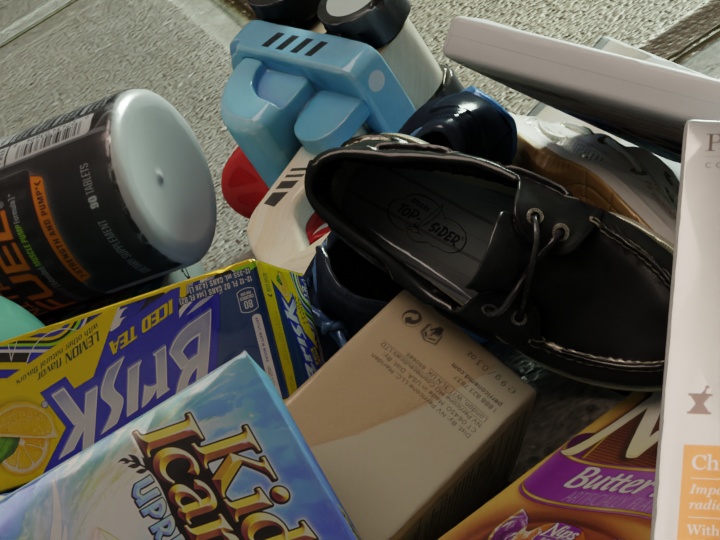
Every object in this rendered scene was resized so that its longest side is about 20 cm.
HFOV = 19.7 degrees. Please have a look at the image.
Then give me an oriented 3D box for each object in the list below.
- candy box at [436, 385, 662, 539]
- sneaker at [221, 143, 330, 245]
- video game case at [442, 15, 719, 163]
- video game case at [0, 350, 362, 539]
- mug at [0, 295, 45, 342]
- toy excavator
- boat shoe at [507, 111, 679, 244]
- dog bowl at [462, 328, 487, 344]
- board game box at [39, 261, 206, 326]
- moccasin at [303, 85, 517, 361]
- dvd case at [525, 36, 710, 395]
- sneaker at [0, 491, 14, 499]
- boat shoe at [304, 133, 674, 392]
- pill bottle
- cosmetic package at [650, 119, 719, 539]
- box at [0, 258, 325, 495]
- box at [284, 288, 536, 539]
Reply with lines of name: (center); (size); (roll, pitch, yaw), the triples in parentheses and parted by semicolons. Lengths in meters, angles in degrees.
candy box: (0.124, 0.099, 0.821); (0.200, 0.057, 0.117); (-34, 24, -13)
sneaker: (-0.032, -0.036, 1.225); (0.200, 0.079, 0.116); (-5, 33, 45)
video game case: (0.163, -0.060, 0.913); (0.200, 0.182, 0.024); (21, 92, 44)
video game case: (-0.069, 0.161, 0.777); (0.181, 0.200, 0.045); (-31, -19, -2)
mug: (-0.226, 0.097, 1.080); (0.152, 0.114, 0.186); (25, 94, 21)
toy excavator: (-0.025, -0.063, 1.135); (0.194, 0.100, 0.200); (19, 64, 46)
boat shoe: (0.121, -0.027, 0.959); (0.069, 0.071, 0.200); (-10, 32, -22)
dog bowl: (0.015, 0.016, 1.106); (0.199, 0.050, 0.112); (-25, 25, 11)
board game box: (-0.187, 0.070, 1.211); (0.199, 0.064, 0.148); (-21, 26, 17)
moccasin: (0.000, 0.000, 0.979); (0.068, 0.080, 0.200); (-27, -36, -63)
dvd case: (0.127, -0.034, 1.039); (0.142, 0.018, 0.200); (27, 56, 28)
sneaker: (-0.123, 0.127, 0.953); (0.089, 0.079, 0.200); (-30, -6, -18)
boat shoe: (0.058, -0.007, 0.863); (0.199, 0.066, 0.075); (34, 104, 29)
pill bottle: (-0.191, -0.025, 1.197); (0.199, 0.106, 0.106); (-19, 27, 25)
cosmetic package: (0.159, 0.047, 0.740); (0.101, 0.071, 0.201); (2, 58, 12)
box: (-0.117, 0.058, 0.950); (0.199, 0.070, 0.064); (-18, -11, 16)
box: (-0.021, 0.112, 0.886); (0.078, 0.095, 0.200); (40, 62, 17)
